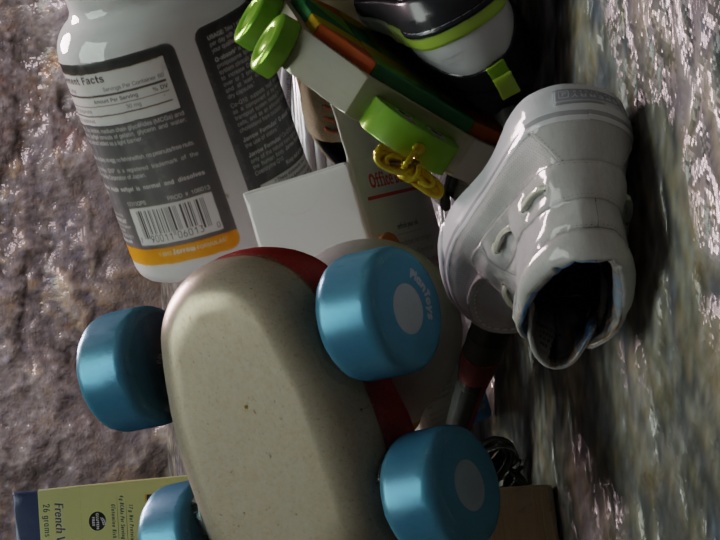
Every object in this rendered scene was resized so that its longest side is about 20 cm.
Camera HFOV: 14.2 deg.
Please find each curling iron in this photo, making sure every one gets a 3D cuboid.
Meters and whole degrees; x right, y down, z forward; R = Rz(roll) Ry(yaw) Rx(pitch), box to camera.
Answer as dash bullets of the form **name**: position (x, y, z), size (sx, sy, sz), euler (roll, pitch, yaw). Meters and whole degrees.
- **curling iron**: position (0.072, 0.044, 1.515), size (0.026, 0.049, 0.200), euler (-109, 23, -56)

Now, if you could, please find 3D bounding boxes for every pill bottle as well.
- **pill bottle**: position (-0.105, -0.103, 1.651), size (0.116, 0.116, 0.200), euler (-128, 18, -74)

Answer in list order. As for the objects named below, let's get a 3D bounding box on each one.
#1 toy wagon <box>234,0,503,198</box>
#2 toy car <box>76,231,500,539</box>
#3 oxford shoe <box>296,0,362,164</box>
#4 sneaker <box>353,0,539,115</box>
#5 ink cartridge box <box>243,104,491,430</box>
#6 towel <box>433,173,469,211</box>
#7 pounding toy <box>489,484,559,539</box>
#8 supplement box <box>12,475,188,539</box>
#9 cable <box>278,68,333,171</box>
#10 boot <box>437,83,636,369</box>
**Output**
- **toy wagon**: position (0.018, -0.082, 1.446), size (0.040, 0.155, 0.200), euler (-58, 16, 8)
- **toy car**: position (-0.001, 0.057, 1.455), size (0.200, 0.184, 0.177), euler (-29, -78, -54)
- **oxford shoe**: position (-0.006, -0.117, 1.699), size (0.200, 0.071, 0.074), euler (75, -174, -74)
- **sneaker**: position (0.048, -0.116, 1.471), size (0.083, 0.072, 0.200), euler (58, -176, -11)
- **ink cartridge box**: position (0.000, 0.000, 1.596), size (0.115, 0.068, 0.200), euler (-15, -91, -70)
- **towel**: position (0.038, -0.138, 1.662), size (0.193, 0.034, 0.200), euler (-142, 48, -78)
- **pounding toy**: position (0.027, 0.230, 1.545), size (0.200, 0.142, 0.184), euler (114, 151, -71)
- **supplement box**: position (-0.093, 0.202, 1.912), size (0.200, 0.199, 0.135), euler (9, -105, -70)
- **cable**: position (-0.020, -0.105, 1.934), size (0.200, 0.069, 0.200), euler (-112, 20, -62)
- **boot**: position (0.079, 0.004, 1.328), size (0.200, 0.073, 0.096), euler (105, 166, -61)
